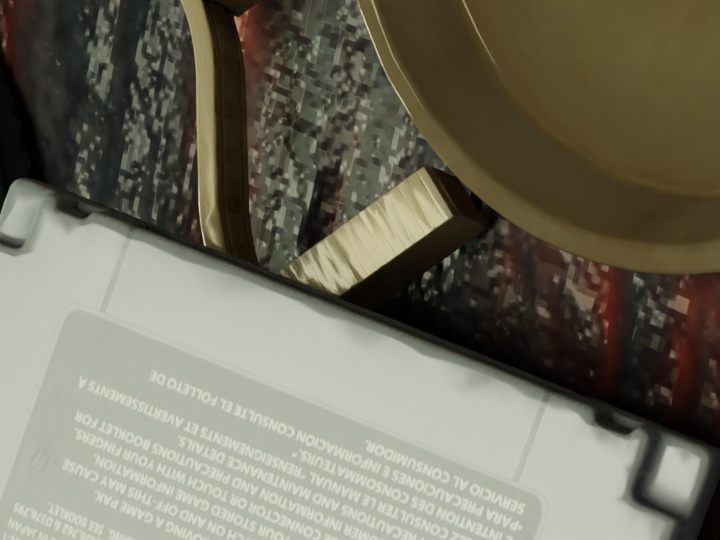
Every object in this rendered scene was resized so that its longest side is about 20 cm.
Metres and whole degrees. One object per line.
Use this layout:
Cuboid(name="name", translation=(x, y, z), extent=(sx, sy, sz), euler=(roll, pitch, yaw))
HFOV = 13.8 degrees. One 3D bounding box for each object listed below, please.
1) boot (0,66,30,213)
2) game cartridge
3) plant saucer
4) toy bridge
Cuboid(name="boot", translation=(-0.181, -0.060, 0.840), extent=(0.073, 0.162, 0.199), euler=(-12, 87, 42))
Cuboid(name="game cartridge", translation=(-0.023, 0.071, 0.732), extent=(0.199, 0.040, 0.134), euler=(22, 89, 22))
Cuboid(name="plant saucer", translation=(0.076, -0.100, 0.701), extent=(0.199, 0.029, 0.201), euler=(6, 99, 41))
Cuboid(name="toy bridge", translation=(0.000, 0.000, 0.765), extent=(0.067, 0.027, 0.201), euler=(-35, 71, 16))
